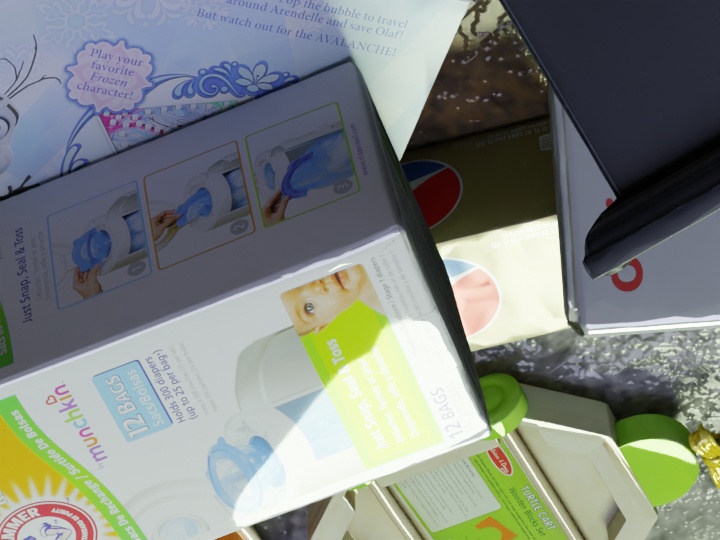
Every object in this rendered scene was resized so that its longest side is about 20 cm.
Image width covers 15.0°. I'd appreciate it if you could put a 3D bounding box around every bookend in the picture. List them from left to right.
[{"bbox_3d":[0.086,-0.124,0.903,0.092,0.200,0.199,-30,94,22],"label":"bookend"}]

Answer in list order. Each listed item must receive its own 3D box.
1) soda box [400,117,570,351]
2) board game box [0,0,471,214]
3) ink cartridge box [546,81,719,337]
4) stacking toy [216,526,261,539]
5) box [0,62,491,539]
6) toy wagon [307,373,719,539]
[{"bbox_3d":[0.000,0.000,1.157,0.199,0.064,0.068,-14,132,8],"label":"soda box"},{"bbox_3d":[-0.086,-0.052,1.031,0.199,0.044,0.200,10,127,-20],"label":"board game box"},{"bbox_3d":[0.172,-0.054,1.057,0.199,0.084,0.145,-4,91,-1],"label":"ink cartridge box"},{"bbox_3d":[-0.112,0.204,1.245,0.145,0.201,0.147,-1,133,-2],"label":"stacking toy"},{"bbox_3d":[-0.068,0.027,1.004,0.199,0.102,0.113,-21,130,5],"label":"box"},{"bbox_3d":[0.079,0.109,1.280,0.199,0.040,0.155,-21,131,15],"label":"toy wagon"}]
